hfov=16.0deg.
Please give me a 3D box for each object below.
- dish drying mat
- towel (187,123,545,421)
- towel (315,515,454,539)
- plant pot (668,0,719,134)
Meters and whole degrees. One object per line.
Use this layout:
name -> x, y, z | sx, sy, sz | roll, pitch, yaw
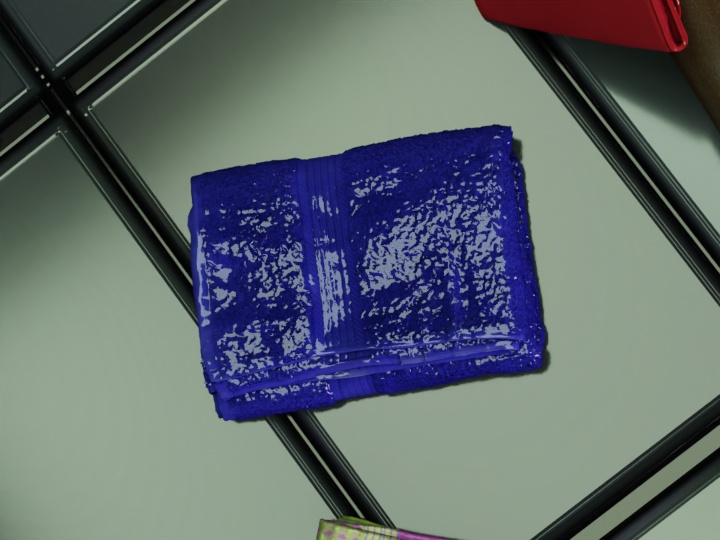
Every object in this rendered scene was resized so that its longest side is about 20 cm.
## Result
dish drying mat -> 0.109, -0.163, 1.402 | 0.018, 0.200, 0.077 | -33, 113, -18
towel -> 0.000, 0.000, 1.476 | 0.199, 0.050, 0.149 | -9, 84, 9
towel -> 0.060, 0.227, 1.456 | 0.199, 0.023, 0.144 | 11, 87, 12
plant pot -> 0.230, -0.173, 1.390 | 0.200, 0.200, 0.199 | -28, 89, 6
